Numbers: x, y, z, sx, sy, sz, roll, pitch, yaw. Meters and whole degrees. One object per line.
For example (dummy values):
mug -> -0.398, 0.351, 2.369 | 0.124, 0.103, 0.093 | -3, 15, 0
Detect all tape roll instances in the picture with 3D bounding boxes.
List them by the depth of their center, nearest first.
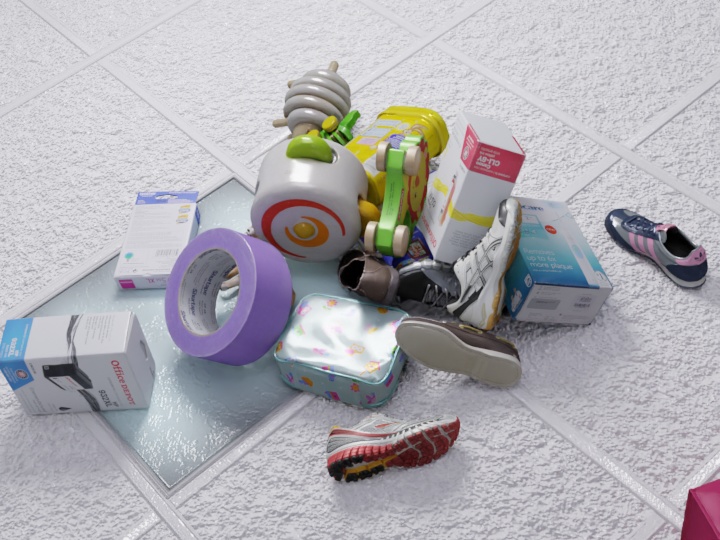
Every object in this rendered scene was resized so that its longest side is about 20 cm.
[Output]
tape roll -> -0.206, 0.041, 1.735 | 0.198, 0.085, 0.202 | -13, 69, 36

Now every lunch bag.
lunch bag -> -0.019, 0.117, 1.714 | 0.198, 0.078, 0.161 | 12, 50, 19

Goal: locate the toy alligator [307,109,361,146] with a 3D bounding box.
toy alligator -> -0.074, -0.209, 1.997 | 0.199, 0.059, 0.054 | -38, 36, 8

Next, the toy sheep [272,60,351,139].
toy sheep -> -0.080, -0.303, 2.067 | 0.136, 0.138, 0.202 | 8, 68, 16

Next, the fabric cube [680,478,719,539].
fabric cube -> 0.516, 0.355, 1.333 | 0.197, 0.197, 0.201 | -17, 48, -7

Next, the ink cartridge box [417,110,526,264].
ink cartridge box -> 0.167, -0.122, 1.730 | 0.083, 0.202, 0.145 | 13, 24, -14

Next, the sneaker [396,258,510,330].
sneaker -> 0.145, 0.047, 1.737 | 0.197, 0.075, 0.116 | -2, 53, -11

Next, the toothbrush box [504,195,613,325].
toothbrush box -> 0.279, -0.018, 1.746 | 0.145, 0.086, 0.201 | 5, 41, -24

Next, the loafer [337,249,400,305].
loafer -> 0.000, 0.000, 1.762 | 0.070, 0.074, 0.200 | 19, 1, -21

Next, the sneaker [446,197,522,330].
sneaker -> 0.179, -0.015, 1.660 | 0.087, 0.202, 0.076 | 18, 13, 18

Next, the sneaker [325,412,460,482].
sneaker -> 0.044, 0.232, 1.599 | 0.198, 0.078, 0.083 | -12, 46, -2

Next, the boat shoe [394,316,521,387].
boat shoe -> 0.145, 0.111, 1.668 | 0.198, 0.072, 0.060 | 19, 33, -6

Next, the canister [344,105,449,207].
canister -> 0.039, -0.197, 1.951 | 0.148, 0.087, 0.200 | 12, 44, 43

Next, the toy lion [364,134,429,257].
toy lion -> 0.071, -0.120, 1.806 | 0.068, 0.192, 0.203 | 8, 88, 16

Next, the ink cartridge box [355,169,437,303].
ink cartridge box -> 0.098, -0.059, 1.876 | 0.196, 0.047, 0.200 | -26, 48, -13

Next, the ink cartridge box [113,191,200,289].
ink cartridge box -> -0.346, -0.055, 1.945 | 0.118, 0.042, 0.202 | -2, 51, 8

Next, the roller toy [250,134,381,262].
roller toy -> -0.081, -0.107, 1.814 | 0.182, 0.200, 0.141 | -27, 39, 35

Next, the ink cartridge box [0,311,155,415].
ink cartridge box -> -0.427, 0.142, 1.709 | 0.197, 0.146, 0.084 | -4, 48, 5

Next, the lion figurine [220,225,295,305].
lion figurine -> -0.156, 0.019, 1.837 | 0.122, 0.073, 0.201 | -27, 61, -20

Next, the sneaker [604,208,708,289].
sneaker -> 0.471, -0.057, 1.786 | 0.070, 0.082, 0.200 | -36, 52, -21
